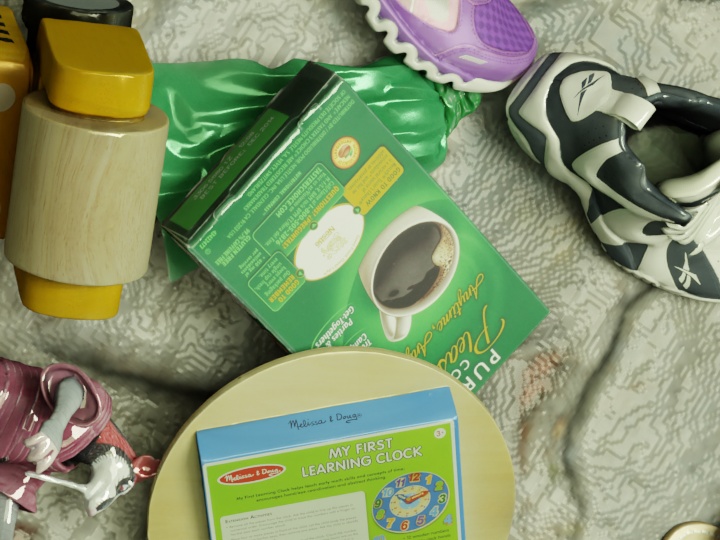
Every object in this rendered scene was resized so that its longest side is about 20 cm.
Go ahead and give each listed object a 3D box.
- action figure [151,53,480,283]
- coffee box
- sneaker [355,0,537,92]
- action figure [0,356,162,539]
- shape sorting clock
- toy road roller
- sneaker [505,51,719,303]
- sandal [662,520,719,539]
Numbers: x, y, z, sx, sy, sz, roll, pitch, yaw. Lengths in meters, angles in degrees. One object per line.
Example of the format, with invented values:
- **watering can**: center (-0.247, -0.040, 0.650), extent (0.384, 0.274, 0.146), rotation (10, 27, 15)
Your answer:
- **action figure**: center (-0.026, -0.072, 1.301), extent (0.200, 0.055, 0.118), rotation (-13, 93, -17)
- **coffee box**: center (0.000, 0.000, 1.280), extent (0.123, 0.044, 0.200), rotation (-49, 122, -6)
- **sneaker**: center (0.031, -0.184, 1.286), extent (0.200, 0.088, 0.081), rotation (47, 38, -12)
- **action figure**: center (-0.194, 0.072, 1.255), extent (0.200, 0.134, 0.149), rotation (21, 43, -27)
- **shape sorting clock**: center (-0.015, 0.129, 1.290), extent (0.200, 0.039, 0.200), rotation (-6, 121, -10)
- **toy road roller**: center (-0.182, -0.066, 1.186), extent (0.146, 0.200, 0.123), rotation (4, 110, -17)
- **sneaker**: center (0.181, -0.041, 1.303), extent (0.080, 0.130, 0.199), rotation (-48, 118, -11)
- **sandal**: center (0.210, 0.251, 1.362), extent (0.078, 0.070, 0.212), rotation (-1, 91, -15)
